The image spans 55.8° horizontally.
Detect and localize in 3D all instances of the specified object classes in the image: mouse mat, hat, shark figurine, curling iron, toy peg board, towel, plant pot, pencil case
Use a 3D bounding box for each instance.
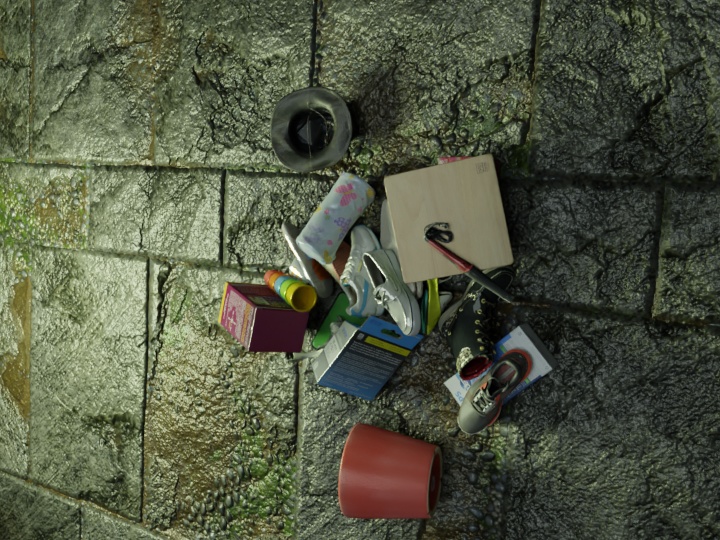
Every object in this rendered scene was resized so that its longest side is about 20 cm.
[{"bbox_3d":[-0.008,0.163,1.521,0.200,0.008,0.161,38,110,21],"label":"mouse mat"},{"bbox_3d":[-0.098,-0.309,1.499,0.200,0.081,0.201,3,98,21],"label":"hat"},{"bbox_3d":[-0.070,0.147,1.523,0.214,0.128,0.090,-34,51,44],"label":"shark figurine"},{"bbox_3d":[0.191,-0.014,1.195,0.200,0.026,0.050,44,104,7],"label":"curling iron"},{"bbox_3d":[0.165,-0.093,1.260,0.199,0.098,0.200,-11,91,13],"label":"toy peg board"},{"bbox_3d":[0.086,-0.043,1.401,0.133,0.034,0.200,18,110,58],"label":"towel"},{"bbox_3d":[0.069,0.423,1.401,0.177,0.200,0.201,4,95,19],"label":"plant pot"},{"bbox_3d":[-0.051,-0.110,1.441,0.091,0.083,0.200,33,80,1],"label":"pencil case"}]

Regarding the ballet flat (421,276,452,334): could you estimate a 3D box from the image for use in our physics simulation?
[{"bbox_3d":[0.154,0.031,1.394,0.067,0.067,0.200,-4,91,0],"label":"ballet flat"}]

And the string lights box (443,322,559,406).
[{"bbox_3d":[0.274,0.203,1.336,0.200,0.059,0.103,-42,74,25],"label":"string lights box"}]

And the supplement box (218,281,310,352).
[{"bbox_3d":[-0.219,0.102,1.522,0.200,0.131,0.103,27,108,57],"label":"supplement box"}]

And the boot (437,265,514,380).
[{"bbox_3d":[0.237,0.100,1.300,0.204,0.073,0.154,-50,31,29],"label":"boot"}]

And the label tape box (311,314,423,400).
[{"bbox_3d":[0.013,0.168,1.423,0.200,0.144,0.063,-54,32,21],"label":"label tape box"}]

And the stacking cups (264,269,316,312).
[{"bbox_3d":[-0.158,0.036,1.502,0.200,0.060,0.061,29,111,62],"label":"stacking cups"}]

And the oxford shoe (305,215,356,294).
[{"bbox_3d":[-0.058,-0.028,1.514,0.200,0.071,0.074,61,145,9],"label":"oxford shoe"}]

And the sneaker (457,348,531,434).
[{"bbox_3d":[0.238,0.230,1.277,0.077,0.082,0.200,38,110,21],"label":"sneaker"}]

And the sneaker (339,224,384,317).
[{"bbox_3d":[0.000,0.000,1.446,0.077,0.081,0.200,153,112,-63],"label":"sneaker"}]

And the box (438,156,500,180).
[{"bbox_3d":[0.210,-0.121,1.328,0.100,0.095,0.200,4,96,27],"label":"box"}]

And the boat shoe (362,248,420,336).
[{"bbox_3d":[0.058,0.043,1.360,0.072,0.066,0.200,-51,51,51],"label":"boat shoe"}]

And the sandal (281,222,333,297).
[{"bbox_3d":[-0.132,-0.014,1.544,0.059,0.079,0.207,-42,65,26],"label":"sandal"}]
